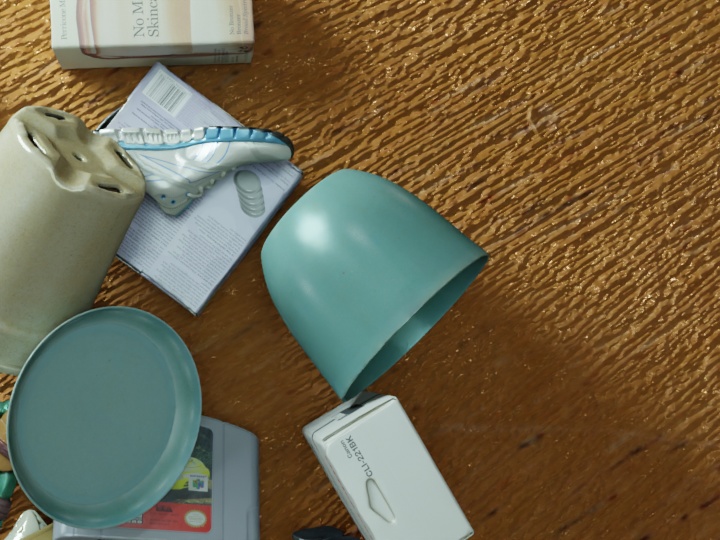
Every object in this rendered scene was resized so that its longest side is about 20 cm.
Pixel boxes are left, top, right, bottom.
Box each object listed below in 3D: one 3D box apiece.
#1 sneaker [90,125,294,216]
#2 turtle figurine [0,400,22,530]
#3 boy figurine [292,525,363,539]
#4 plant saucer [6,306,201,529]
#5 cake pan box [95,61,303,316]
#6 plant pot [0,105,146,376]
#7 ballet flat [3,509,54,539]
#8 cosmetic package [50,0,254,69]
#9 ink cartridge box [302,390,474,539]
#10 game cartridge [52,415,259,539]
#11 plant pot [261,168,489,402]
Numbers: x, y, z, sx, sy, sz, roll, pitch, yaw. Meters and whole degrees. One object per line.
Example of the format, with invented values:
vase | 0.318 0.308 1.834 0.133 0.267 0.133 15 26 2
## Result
sneaker | -0.162 -0.097 1.121 0.198 0.075 0.088 -3 92 1
turtle figurine | -0.341 0.167 1.103 0.149 0.101 0.201 36 96 29
boy figurine | -0.037 0.361 1.131 0.064 0.124 0.202 1 95 -45
plant saucer | -0.233 0.132 1.045 0.199 0.027 0.202 -5 97 -43
cake pan box | -0.189 -0.083 1.170 0.199 0.052 0.185 36 80 -4
plant pot | -0.296 -0.039 1.046 0.200 0.201 0.184 37 110 -3
ballet flat | -0.292 0.247 1.113 0.199 0.069 0.063 -27 81 -30
cosmetic package | -0.209 -0.264 1.162 0.198 0.087 0.104 -5 87 -8
ink cartridge box | 0.020 0.198 1.099 0.083 0.200 0.145 -30 90 -8
game cartridge | -0.194 0.202 1.116 0.198 0.041 0.134 8 57 -21
plant pot | 0.000 0.000 1.122 0.200 0.201 0.161 -43 79 -8
